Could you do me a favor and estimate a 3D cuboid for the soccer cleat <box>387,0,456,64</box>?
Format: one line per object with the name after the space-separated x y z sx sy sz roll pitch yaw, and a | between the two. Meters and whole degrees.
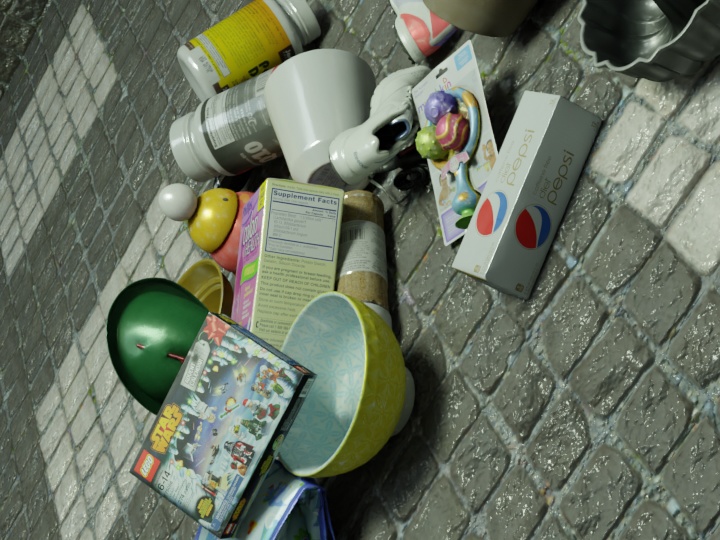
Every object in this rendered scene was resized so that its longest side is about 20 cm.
0.075 -0.340 1.787 0.073 0.068 0.201 -28 38 15 | soccer cleat

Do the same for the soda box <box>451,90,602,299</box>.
0.170 -0.078 1.433 0.068 0.063 0.202 22 89 61 | soda box

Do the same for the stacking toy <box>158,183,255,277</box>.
-0.178 -0.060 1.857 0.146 0.198 0.148 -37 41 41 | stacking toy

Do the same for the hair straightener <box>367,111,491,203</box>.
0.074 -0.127 1.644 0.199 0.041 0.078 -20 53 46 | hair straightener

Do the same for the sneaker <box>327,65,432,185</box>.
0.044 -0.177 1.664 0.087 0.075 0.201 -16 31 47 | sneaker

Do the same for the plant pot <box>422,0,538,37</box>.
0.151 -0.365 1.568 0.201 0.197 0.175 -115 38 -53 | plant pot

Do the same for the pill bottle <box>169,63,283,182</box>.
-0.160 -0.201 1.954 0.198 0.114 0.115 -21 50 26 | pill bottle

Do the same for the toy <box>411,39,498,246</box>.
0.097 -0.143 1.555 0.115 0.047 0.203 -35 62 46 | toy

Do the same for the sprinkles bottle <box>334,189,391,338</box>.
0.000 0.000 1.654 0.068 0.068 0.202 -40 38 38 | sprinkles bottle

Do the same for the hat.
-0.167 0.077 1.597 0.175 0.200 0.166 -24 24 45 | hat

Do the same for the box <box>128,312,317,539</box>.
-0.150 0.166 1.510 0.136 0.040 0.202 29 96 24 | box

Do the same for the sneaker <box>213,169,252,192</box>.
-0.192 -0.200 2.081 0.072 0.082 0.202 83 -155 -67 | sneaker

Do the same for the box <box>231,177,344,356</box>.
-0.094 0.009 1.690 0.176 0.095 0.203 151 126 -74 | box

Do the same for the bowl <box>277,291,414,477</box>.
-0.005 0.131 1.522 0.200 0.107 0.203 -32 51 50 | bowl

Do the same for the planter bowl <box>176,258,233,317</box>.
-0.208 0.093 1.918 0.200 0.083 0.203 -39 39 41 | planter bowl

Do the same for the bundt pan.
0.302 -0.267 1.333 0.201 0.075 0.204 -38 40 40 | bundt pan

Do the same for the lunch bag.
-0.106 0.313 1.553 0.169 0.126 0.203 14 92 60 | lunch bag

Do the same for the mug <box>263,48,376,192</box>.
-0.035 -0.165 1.795 0.148 0.187 0.155 -18 55 8 | mug

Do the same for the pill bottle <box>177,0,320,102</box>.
-0.160 -0.324 2.038 0.199 0.110 0.109 -33 30 -9 | pill bottle
